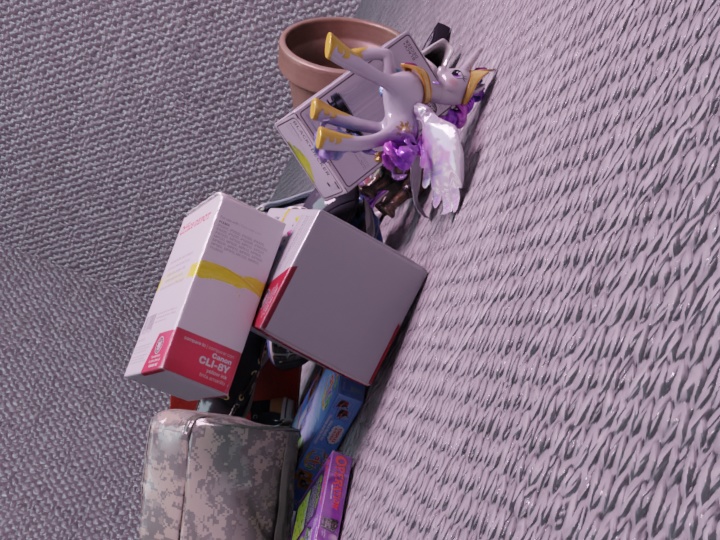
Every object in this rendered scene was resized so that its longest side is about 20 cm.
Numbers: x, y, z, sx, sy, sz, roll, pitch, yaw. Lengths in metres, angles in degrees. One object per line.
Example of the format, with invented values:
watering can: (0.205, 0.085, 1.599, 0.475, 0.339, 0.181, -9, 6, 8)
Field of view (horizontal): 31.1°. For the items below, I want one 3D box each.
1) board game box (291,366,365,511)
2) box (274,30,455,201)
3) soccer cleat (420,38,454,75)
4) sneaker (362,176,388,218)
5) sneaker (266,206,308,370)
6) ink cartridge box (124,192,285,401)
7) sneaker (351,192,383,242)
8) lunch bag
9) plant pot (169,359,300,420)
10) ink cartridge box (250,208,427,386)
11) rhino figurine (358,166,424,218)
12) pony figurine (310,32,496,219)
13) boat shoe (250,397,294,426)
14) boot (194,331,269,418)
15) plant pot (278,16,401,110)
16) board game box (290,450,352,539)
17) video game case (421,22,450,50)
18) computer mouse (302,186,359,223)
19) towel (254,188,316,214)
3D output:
board game box: (-0.042, 0.171, 1.562, 0.152, 0.036, 0.200, -81, 14, -53)
box: (0.007, -0.188, 1.563, 0.200, 0.117, 0.060, -41, 13, -28)
soccer cleat: (0.064, -0.230, 1.671, 0.085, 0.069, 0.200, -38, 14, 46)
sneaker: (0.016, -0.136, 1.783, 0.200, 0.083, 0.081, 123, 166, -49)
sneaker: (-0.089, 0.022, 1.591, 0.089, 0.078, 0.201, 7, 95, 62)
ink cartridge box: (-0.168, 0.032, 1.404, 0.145, 0.083, 0.201, -18, 51, 65)
sneaker: (0.000, 0.000, 1.652, 0.075, 0.077, 0.201, -6, 67, 29)
lunch bag: (-0.154, 0.267, 1.509, 0.139, 0.167, 0.201, 17, -103, -56)
plant pot: (-0.169, 0.131, 1.802, 0.200, 0.175, 0.201, -87, 3, -66)
ink cartridge box: (-0.048, 0.024, 1.450, 0.146, 0.144, 0.200, -64, 18, -6)
rhino figurine: (0.043, -0.117, 1.633, 0.087, 0.060, 0.200, -44, 9, 0)
pony figurine: (0.048, -0.159, 1.417, 0.166, 0.199, 0.194, -171, 87, -74)
boat shoe: (-0.127, 0.261, 1.696, 0.075, 0.062, 0.201, -85, 2, -78)
boot: (-0.177, 0.124, 1.610, 0.200, 0.073, 0.151, -59, -21, 2)
plant pot: (-0.026, -0.259, 1.922, 0.201, 0.199, 0.175, -81, -2, -55)
board game box: (-0.054, 0.302, 1.352, 0.120, 0.032, 0.201, 115, 171, -46)
video game case: (0.070, -0.231, 1.872, 0.200, 0.025, 0.181, 121, 167, -45)
computer mouse: (-0.062, -0.026, 1.625, 0.200, 0.046, 0.141, -49, 37, 43)
towel: (-0.120, -0.042, 1.769, 0.200, 0.048, 0.171, -16, -21, -51)
